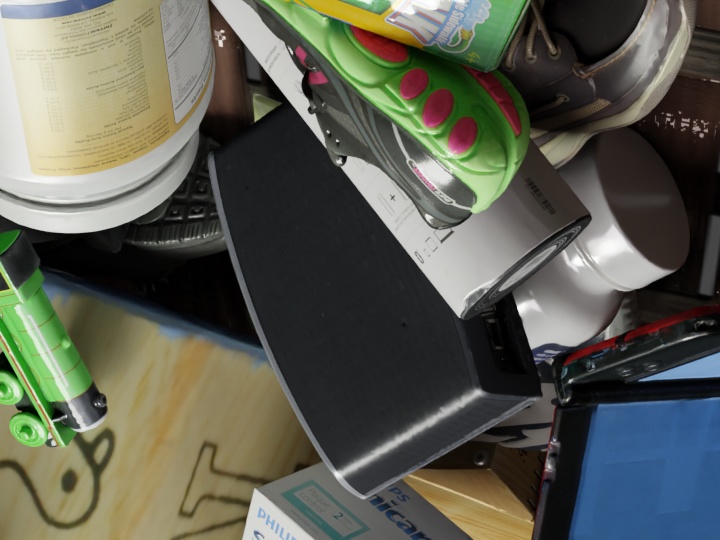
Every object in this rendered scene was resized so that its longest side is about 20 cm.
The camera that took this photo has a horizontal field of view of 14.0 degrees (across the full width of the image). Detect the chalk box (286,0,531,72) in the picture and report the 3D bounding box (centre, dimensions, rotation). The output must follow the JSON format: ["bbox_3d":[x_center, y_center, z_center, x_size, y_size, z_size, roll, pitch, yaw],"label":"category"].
[{"bbox_3d":[0.035,-0.177,1.238,0.200,0.124,0.125,19,144,-2],"label":"chalk box"}]

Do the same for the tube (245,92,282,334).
[{"bbox_3d":[-0.033,-0.027,1.621,0.058,0.052,0.200,-13,151,-16],"label":"tube"}]

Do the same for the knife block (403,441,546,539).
[{"bbox_3d":[0.084,0.140,1.825,0.200,0.064,0.176,-3,144,32],"label":"knife block"}]

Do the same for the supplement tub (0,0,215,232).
[{"bbox_3d":[-0.144,-0.126,1.394,0.144,0.144,0.200,11,144,10],"label":"supplement tub"}]

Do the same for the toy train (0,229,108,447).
[{"bbox_3d":[-0.190,0.009,1.521,0.056,0.042,0.200,-11,119,31],"label":"toy train"}]

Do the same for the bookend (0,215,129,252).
[{"bbox_3d":[-0.248,-0.090,1.582,0.199,0.092,0.200,-8,144,40],"label":"bookend"}]

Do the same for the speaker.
[{"bbox_3d":[0.017,-0.078,1.377,0.200,0.081,0.081,52,150,8],"label":"speaker"}]

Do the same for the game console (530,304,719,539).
[{"bbox_3d":[0.203,0.091,1.542,0.200,0.119,0.172,-2,166,-39],"label":"game console"}]

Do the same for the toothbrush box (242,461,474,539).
[{"bbox_3d":[-0.001,0.221,1.594,0.146,0.085,0.200,39,130,31],"label":"toothbrush box"}]

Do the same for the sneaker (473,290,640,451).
[{"bbox_3d":[0.073,0.048,1.630,0.130,0.080,0.199,-1,164,-15],"label":"sneaker"}]

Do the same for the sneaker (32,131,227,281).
[{"bbox_3d":[-0.120,-0.032,1.646,0.200,0.076,0.091,3,156,44],"label":"sneaker"}]

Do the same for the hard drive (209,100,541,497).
[{"bbox_3d":[0.000,0.000,1.473,0.135,0.200,0.042,-32,161,30],"label":"hard drive"}]

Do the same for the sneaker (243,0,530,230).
[{"bbox_3d":[-0.010,-0.094,1.301,0.200,0.077,0.084,50,140,25],"label":"sneaker"}]

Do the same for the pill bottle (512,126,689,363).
[{"bbox_3d":[0.068,-0.001,1.530,0.200,0.111,0.111,-25,132,32],"label":"pill bottle"}]

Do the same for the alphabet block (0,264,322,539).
[{"bbox_3d":[-0.140,0.117,1.672,0.195,0.200,0.196,19,179,35],"label":"alphabet block"}]

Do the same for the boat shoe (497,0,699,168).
[{"bbox_3d":[0.094,-0.103,1.384,0.073,0.075,0.200,12,153,-20],"label":"boat shoe"}]
